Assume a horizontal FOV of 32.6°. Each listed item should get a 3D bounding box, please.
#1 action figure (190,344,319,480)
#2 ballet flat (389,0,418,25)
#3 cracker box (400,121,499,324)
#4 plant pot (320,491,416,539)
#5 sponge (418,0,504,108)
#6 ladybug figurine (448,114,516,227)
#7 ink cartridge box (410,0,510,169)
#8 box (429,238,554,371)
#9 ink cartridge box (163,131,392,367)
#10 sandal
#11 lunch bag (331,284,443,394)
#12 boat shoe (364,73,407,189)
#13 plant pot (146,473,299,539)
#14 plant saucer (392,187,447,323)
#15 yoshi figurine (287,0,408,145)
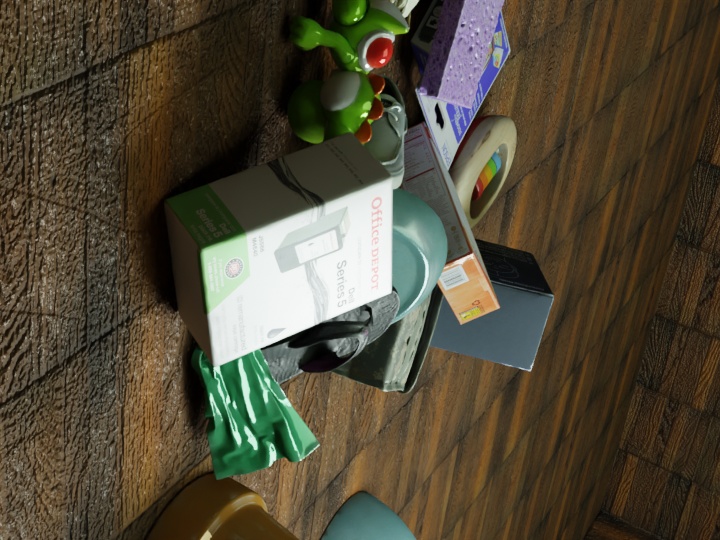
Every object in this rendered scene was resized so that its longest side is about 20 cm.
[{"bbox_3d":[-0.124,0.122,1.263,0.117,0.055,0.202,-20,128,-4],"label":"action figure"},{"bbox_3d":[0.051,-0.338,1.265,0.070,0.065,0.203,-22,129,-60],"label":"ballet flat"},{"bbox_3d":[0.096,-0.056,1.457,0.134,0.057,0.202,56,15,-55],"label":"cracker box"},{"bbox_3d":[0.022,0.447,1.810,0.200,0.133,0.202,-49,151,-39],"label":"plant pot"},{"bbox_3d":[0.127,-0.291,1.424,0.111,0.029,0.203,2,105,-64],"label":"sponge"},{"bbox_3d":[0.145,-0.135,1.651,0.201,0.071,0.137,-51,152,-35],"label":"ladybug figurine"},{"bbox_3d":[0.115,-0.254,1.512,0.202,0.043,0.199,-63,156,-18],"label":"ink cartridge box"},{"bbox_3d":[0.163,0.035,1.649,0.200,0.146,0.109,-89,-166,-74],"label":"box"},{"bbox_3d":[-0.071,-0.021,1.143,0.198,0.084,0.147,-22,136,-22],"label":"ink cartridge box"},{"bbox_3d":[-0.042,0.082,1.306,0.198,0.048,0.076,-29,132,2],"label":"sandal"},{"bbox_3d":[0.032,0.060,1.517,0.200,0.116,0.166,22,86,-75],"label":"lunch bag"},{"bbox_3d":[0.014,-0.149,1.275,0.202,0.069,0.072,-91,-169,-61],"label":"boat shoe"},{"bbox_3d":[-0.122,0.350,1.329,0.200,0.181,0.202,-48,150,-39],"label":"plant pot"},{"bbox_3d":[0.000,0.000,1.309,0.036,0.196,0.202,-104,-168,-49],"label":"plant saucer"},{"bbox_3d":[-0.025,-0.208,1.209,0.112,0.111,0.204,179,-79,-73],"label":"yoshi figurine"}]
